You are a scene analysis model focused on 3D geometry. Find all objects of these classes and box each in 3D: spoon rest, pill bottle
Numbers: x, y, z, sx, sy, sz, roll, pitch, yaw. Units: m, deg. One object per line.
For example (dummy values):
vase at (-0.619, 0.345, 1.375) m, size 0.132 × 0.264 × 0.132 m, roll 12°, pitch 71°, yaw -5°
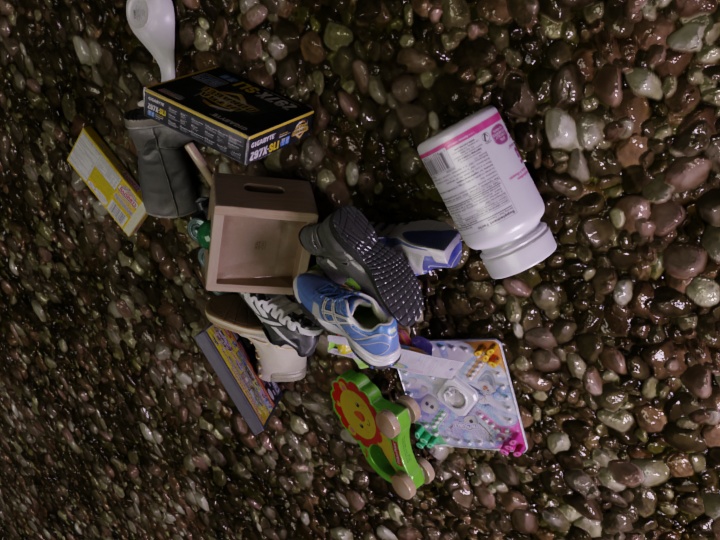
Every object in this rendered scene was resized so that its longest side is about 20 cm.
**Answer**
spoon rest at (-0.341, -0.373, 1.160) m, size 0.099 × 0.061 × 0.201 m, roll 7°, pitch 104°, yaw 30°
pill bottle at (0.166, -0.098, 0.908) m, size 0.113 × 0.113 × 0.201 m, roll -22°, pitch 100°, yaw 40°

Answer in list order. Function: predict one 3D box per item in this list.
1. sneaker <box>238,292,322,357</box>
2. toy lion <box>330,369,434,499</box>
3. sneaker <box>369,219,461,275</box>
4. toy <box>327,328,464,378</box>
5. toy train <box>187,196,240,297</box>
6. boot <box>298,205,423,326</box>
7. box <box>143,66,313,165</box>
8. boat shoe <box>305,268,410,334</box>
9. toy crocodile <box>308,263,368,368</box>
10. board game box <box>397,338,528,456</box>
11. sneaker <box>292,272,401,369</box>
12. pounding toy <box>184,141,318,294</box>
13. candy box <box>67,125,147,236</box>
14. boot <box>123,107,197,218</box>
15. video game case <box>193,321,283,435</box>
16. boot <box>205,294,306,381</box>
sneaker at (-0.141, 0.077, 1.154) m, size 0.200 × 0.066 × 0.091 m, roll 31°, pitch 124°, yaw 30°
toy lion at (0.025, 0.272, 1.218) m, size 0.191 × 0.068 × 0.201 m, roll 11°, pitch 121°, yaw 49°
sneaker at (0.065, -0.009, 1.055) m, size 0.198 × 0.081 × 0.116 m, roll 5°, pitch 123°, yaw 36°
toy at (0.050, 0.115, 1.058) m, size 0.199 × 0.048 × 0.115 m, roll 9°, pitch 160°, yaw 0°
toy train at (-0.222, -0.039, 1.230) m, size 0.113 × 0.085 × 0.201 m, roll -10°, pitch 108°, yaw 28°
boot at (0.000, 0.000, 1.025) m, size 0.200 × 0.068 × 0.130 m, roll 54°, pitch 150°, yaw -6°
box at (-0.195, -0.237, 1.052) m, size 0.199 × 0.160 × 0.050 m, roll 28°, pitch 126°, yaw 21°
boat shoe at (-0.008, 0.069, 1.102) m, size 0.199 × 0.066 × 0.074 m, roll 28°, pitch 98°, yaw -11°
toy crocodile at (-0.027, 0.075, 1.164) m, size 0.067 × 0.062 × 0.201 m, roll -13°, pitch 106°, yaw 38°
board game box at (0.152, 0.206, 1.133) m, size 0.199 × 0.026 × 0.201 m, roll -5°, pitch 110°, yaw 36°
sneaker at (-0.017, 0.052, 0.991) m, size 0.200 × 0.076 × 0.077 m, roll 33°, pitch 140°, yaw 28°
pounding toy at (-0.182, -0.080, 1.113) m, size 0.199 × 0.143 × 0.185 m, roll 3°, pitch 126°, yaw -16°
candy box at (-0.489, -0.173, 1.375) m, size 0.200 × 0.026 × 0.102 m, roll 51°, pitch 128°, yaw 1°
boot at (-0.306, -0.182, 1.210) m, size 0.181 × 0.073 × 0.201 m, roll 0°, pitch 126°, yaw 7°
video game case at (-0.215, 0.176, 1.277) m, size 0.025 × 0.181 × 0.201 m, roll -29°, pitch 97°, yaw 9°
boot at (-0.182, 0.126, 1.252) m, size 0.199 × 0.072 × 0.155 m, roll 14°, pitch 136°, yaw -3°
